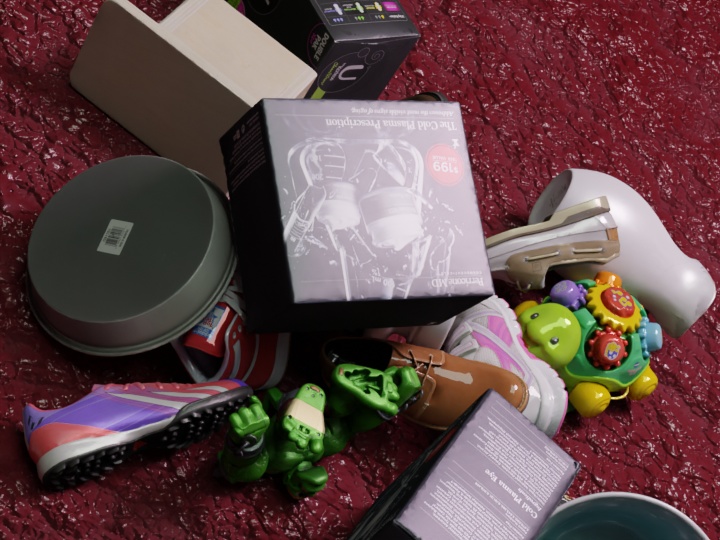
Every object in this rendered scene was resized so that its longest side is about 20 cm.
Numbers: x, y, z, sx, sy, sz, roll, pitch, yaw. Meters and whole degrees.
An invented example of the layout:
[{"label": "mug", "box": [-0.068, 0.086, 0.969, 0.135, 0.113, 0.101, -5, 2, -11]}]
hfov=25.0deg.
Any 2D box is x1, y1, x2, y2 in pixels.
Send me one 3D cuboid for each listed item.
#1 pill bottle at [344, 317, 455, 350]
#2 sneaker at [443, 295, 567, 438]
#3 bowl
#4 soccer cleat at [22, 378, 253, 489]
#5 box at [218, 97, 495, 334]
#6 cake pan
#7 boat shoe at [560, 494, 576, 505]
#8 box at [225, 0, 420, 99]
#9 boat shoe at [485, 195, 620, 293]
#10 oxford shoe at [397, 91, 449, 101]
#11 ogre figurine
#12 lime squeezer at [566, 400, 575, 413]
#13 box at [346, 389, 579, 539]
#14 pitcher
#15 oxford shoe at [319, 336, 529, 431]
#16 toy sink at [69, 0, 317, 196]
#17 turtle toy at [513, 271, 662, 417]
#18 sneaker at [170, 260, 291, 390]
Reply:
[{"label": "pill bottle", "box": [0.000, 0.000, 1.544, 0.200, 0.120, 0.120, 25, 44, 2]}, {"label": "sneaker", "box": [0.115, 0.087, 1.571, 0.088, 0.082, 0.200, -3, 34, -30]}, {"label": "bowl", "box": [0.219, 0.287, 1.439, 0.201, 0.201, 0.105, 36, 3, -1]}, {"label": "soccer cleat", "box": [-0.186, 0.118, 1.369, 0.200, 0.068, 0.073, -18, 65, -26]}, {"label": "box", "box": [-0.004, -0.047, 1.415, 0.199, 0.104, 0.183, -3, 75, -28]}, {"label": "cake pan", "box": [-0.206, -0.020, 1.426, 0.200, 0.037, 0.201, -7, 58, 11]}, {"label": "boat shoe", "box": [0.185, 0.247, 1.523, 0.201, 0.074, 0.063, 24, 12, -1]}, {"label": "box", "box": [-0.058, -0.273, 1.735, 0.124, 0.149, 0.200, -11, 61, -39]}, {"label": "boat shoe", "box": [0.171, -0.012, 1.671, 0.075, 0.199, 0.069, 4, 66, -85]}, {"label": "oxford shoe", "box": [0.019, -0.134, 1.645, 0.084, 0.200, 0.073, -4, 82, -36]}, {"label": "ogre figurine", "box": [-0.047, 0.137, 1.421, 0.098, 0.120, 0.200, 48, 46, 5]}, {"label": "lime squeezer", "box": [0.144, 0.148, 1.594, 0.199, 0.038, 0.071, 4, 53, -29]}, {"label": "box", "box": [0.059, 0.228, 1.342, 0.104, 0.200, 0.182, 41, 43, 1]}, {"label": "pitcher", "box": [0.284, -0.033, 1.793, 0.200, 0.121, 0.172, 34, 18, -14]}, {"label": "oxford shoe", "box": [0.055, 0.101, 1.490, 0.199, 0.071, 0.072, 8, 65, 12]}, {"label": "toy sink", "box": [-0.166, -0.193, 1.615, 0.200, 0.130, 0.112, 37, 43, 1]}, {"label": "turtle toy", "box": [0.228, 0.066, 1.659, 0.200, 0.101, 0.146, -13, 55, -40]}, {"label": "sneaker", "box": [-0.111, 0.012, 1.439, 0.112, 0.071, 0.201, -5, 98, -56]}]
